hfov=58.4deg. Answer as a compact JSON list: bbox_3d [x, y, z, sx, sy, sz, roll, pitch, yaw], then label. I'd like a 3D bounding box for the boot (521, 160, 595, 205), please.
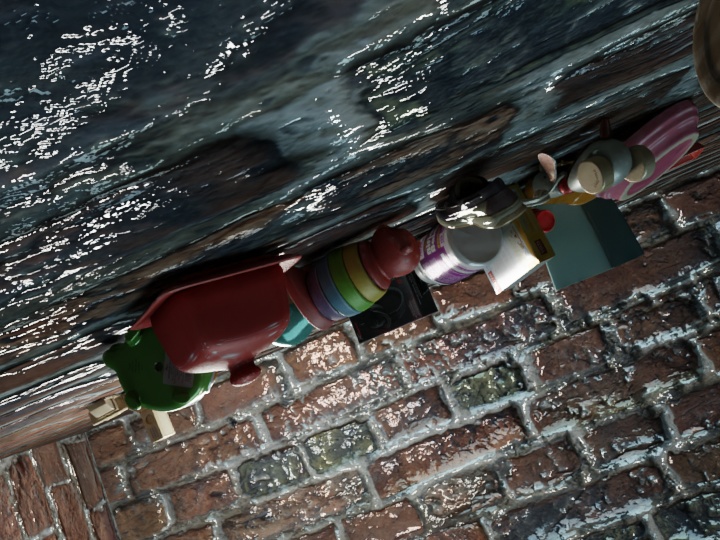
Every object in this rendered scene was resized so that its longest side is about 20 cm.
[{"bbox_3d":[0.377,-0.156,1.101,0.200,0.071,0.144,-16,175,-10],"label":"boot"}]

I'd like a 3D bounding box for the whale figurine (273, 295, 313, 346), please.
[{"bbox_3d":[-0.108,0.077,1.221,0.199,0.104,0.159,-26,172,24],"label":"whale figurine"}]

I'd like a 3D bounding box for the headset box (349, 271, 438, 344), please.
[{"bbox_3d":[0.062,0.053,1.392,0.199,0.150,0.077,-26,173,36],"label":"headset box"}]

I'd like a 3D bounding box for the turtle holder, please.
[{"bbox_3d":[-0.311,0.154,1.019,0.185,0.142,0.132,-25,174,10],"label":"turtle holder"}]

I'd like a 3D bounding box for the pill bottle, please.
[{"bbox_3d":[0.171,-0.037,1.200,0.112,0.113,0.200,-19,172,-22],"label":"pill bottle"}]

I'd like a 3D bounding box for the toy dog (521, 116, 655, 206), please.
[{"bbox_3d":[0.312,-0.158,0.922,0.131,0.097,0.199,-19,-172,-42],"label":"toy dog"}]

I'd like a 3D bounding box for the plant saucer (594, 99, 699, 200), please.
[{"bbox_3d":[0.464,-0.181,1.037,0.200,0.051,0.201,-32,160,-13],"label":"plant saucer"}]

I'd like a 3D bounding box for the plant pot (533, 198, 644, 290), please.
[{"bbox_3d":[0.447,-0.088,1.312,0.141,0.201,0.141,-15,170,-42],"label":"plant pot"}]

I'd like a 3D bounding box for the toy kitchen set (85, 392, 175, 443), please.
[{"bbox_3d":[-0.714,0.464,1.948,0.199,0.181,0.163,-27,171,8],"label":"toy kitchen set"}]

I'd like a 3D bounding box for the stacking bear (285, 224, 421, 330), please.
[{"bbox_3d":[0.000,0.000,0.992,0.199,0.114,0.121,-30,171,20],"label":"stacking bear"}]

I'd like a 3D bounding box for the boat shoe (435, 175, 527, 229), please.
[{"bbox_3d":[0.154,-0.098,0.882,0.072,0.065,0.200,-30,-167,-10],"label":"boat shoe"}]

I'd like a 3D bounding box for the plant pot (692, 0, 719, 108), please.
[{"bbox_3d":[0.356,-0.182,0.467,0.172,0.202,0.200,-6,172,-4],"label":"plant pot"}]

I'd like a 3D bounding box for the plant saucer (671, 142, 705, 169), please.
[{"bbox_3d":[0.724,-0.258,1.575,0.199,0.037,0.200,-25,172,21],"label":"plant saucer"}]

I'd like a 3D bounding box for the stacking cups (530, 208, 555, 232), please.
[{"bbox_3d":[0.293,-0.086,1.205,0.060,0.061,0.200,-21,-171,-10],"label":"stacking cups"}]

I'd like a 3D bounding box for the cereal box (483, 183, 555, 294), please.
[{"bbox_3d":[0.266,-0.052,1.175,0.039,0.145,0.200,-21,168,-15],"label":"cereal box"}]

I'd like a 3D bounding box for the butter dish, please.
[{"bbox_3d":[-0.174,0.080,0.850,0.199,0.149,0.199,-18,173,-36],"label":"butter dish"}]
